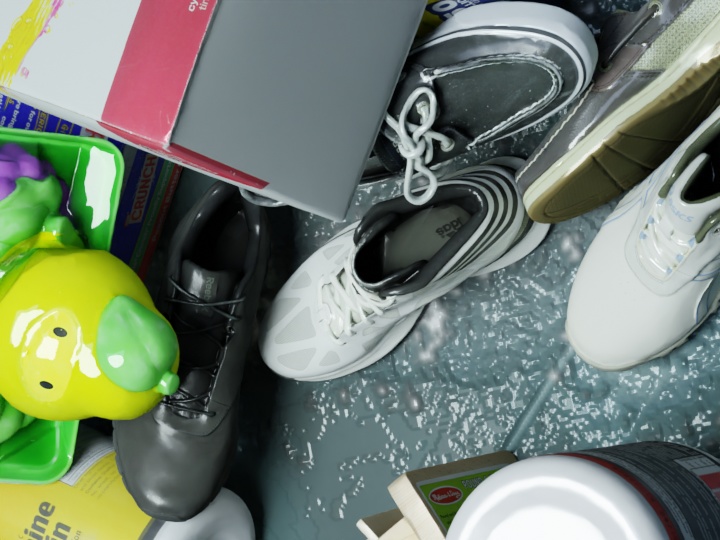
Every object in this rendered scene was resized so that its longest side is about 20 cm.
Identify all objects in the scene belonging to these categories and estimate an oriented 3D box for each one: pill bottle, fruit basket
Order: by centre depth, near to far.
[{"bbox_3d":[0.130,0.141,0.924,0.115,0.199,0.117,-1,88,30],"label":"pill bottle"},{"bbox_3d":[-0.192,0.024,1.050,0.215,0.154,0.218,-20,67,60],"label":"fruit basket"},{"bbox_3d":[-0.169,0.152,1.153,0.199,0.112,0.113,19,100,29],"label":"pill bottle"}]

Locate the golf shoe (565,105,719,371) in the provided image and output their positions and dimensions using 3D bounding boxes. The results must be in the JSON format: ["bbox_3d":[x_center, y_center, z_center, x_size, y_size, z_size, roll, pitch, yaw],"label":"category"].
[{"bbox_3d":[0.160,-0.028,0.966,0.078,0.097,0.200,46,114,20],"label":"golf shoe"}]

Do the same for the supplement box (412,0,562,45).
[{"bbox_3d":[-0.005,-0.155,1.042,0.199,0.109,0.111,-16,70,30],"label":"supplement box"}]

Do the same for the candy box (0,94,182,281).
[{"bbox_3d":[-0.203,-0.093,1.190,0.199,0.077,0.170,28,104,28],"label":"candy box"}]

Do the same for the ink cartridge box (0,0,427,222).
[{"bbox_3d":[-0.094,-0.131,0.940,0.199,0.145,0.146,21,91,36],"label":"ink cartridge box"}]

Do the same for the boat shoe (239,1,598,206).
[{"bbox_3d":[0.024,-0.077,0.975,0.198,0.068,0.074,-10,129,25],"label":"boat shoe"}]

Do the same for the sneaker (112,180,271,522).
[{"bbox_3d":[-0.094,0.038,1.080,0.075,0.091,0.202,10,71,-5],"label":"sneaker"}]

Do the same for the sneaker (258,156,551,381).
[{"bbox_3d":[0.000,-0.001,1.048,0.200,0.115,0.076,-34,76,27],"label":"sneaker"}]

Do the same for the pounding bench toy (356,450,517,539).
[{"bbox_3d":[0.014,0.197,0.995,0.156,0.200,0.125,-41,72,23],"label":"pounding bench toy"}]

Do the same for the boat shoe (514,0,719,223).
[{"bbox_3d":[0.151,-0.107,0.988,0.201,0.072,0.066,-43,65,18],"label":"boat shoe"}]
